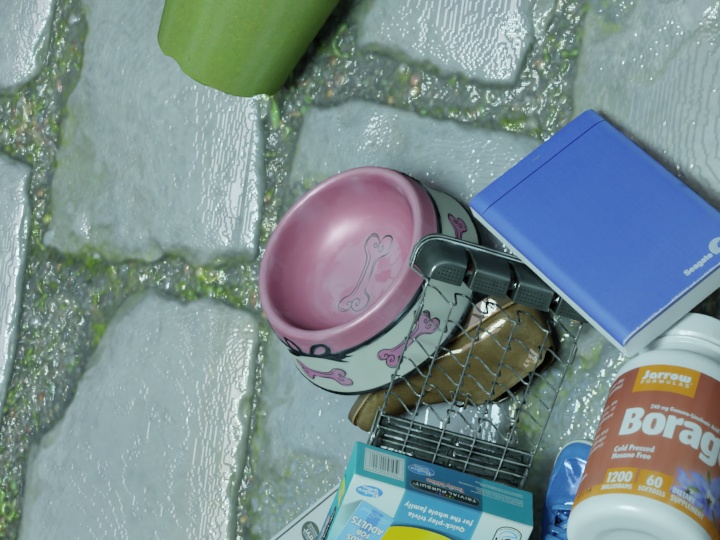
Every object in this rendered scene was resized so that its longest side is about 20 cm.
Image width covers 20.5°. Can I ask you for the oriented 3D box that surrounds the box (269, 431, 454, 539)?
[{"bbox_3d":[0.007,0.240,1.712,0.200,0.060,0.117,-40,67,24],"label":"box"}]

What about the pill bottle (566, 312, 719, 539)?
[{"bbox_3d":[0.231,0.133,1.493,0.112,0.112,0.201,-6,44,33],"label":"pill bottle"}]

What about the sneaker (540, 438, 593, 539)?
[{"bbox_3d":[0.165,0.235,1.578,0.076,0.111,0.201,-1,86,33],"label":"sneaker"}]

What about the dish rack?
[{"bbox_3d":[0.091,0.085,1.599,0.153,0.055,0.201,16,103,-10],"label":"dish rack"}]

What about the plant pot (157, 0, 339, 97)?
[{"bbox_3d":[-0.090,-0.262,1.755,0.200,0.200,0.191,43,123,28],"label":"plant pot"}]

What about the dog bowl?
[{"bbox_3d":[0.000,0.000,1.679,0.199,0.074,0.201,-21,49,27],"label":"dog bowl"}]

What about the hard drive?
[{"bbox_3d":[0.196,-0.034,1.569,0.132,0.025,0.200,-37,50,-9],"label":"hard drive"}]

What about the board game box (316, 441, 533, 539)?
[{"bbox_3d":[0.035,0.247,1.616,0.150,0.047,0.201,17,121,-7],"label":"board game box"}]

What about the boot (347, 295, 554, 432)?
[{"bbox_3d":[0.075,0.093,1.677,0.200,0.074,0.076,-36,78,24],"label":"boot"}]
